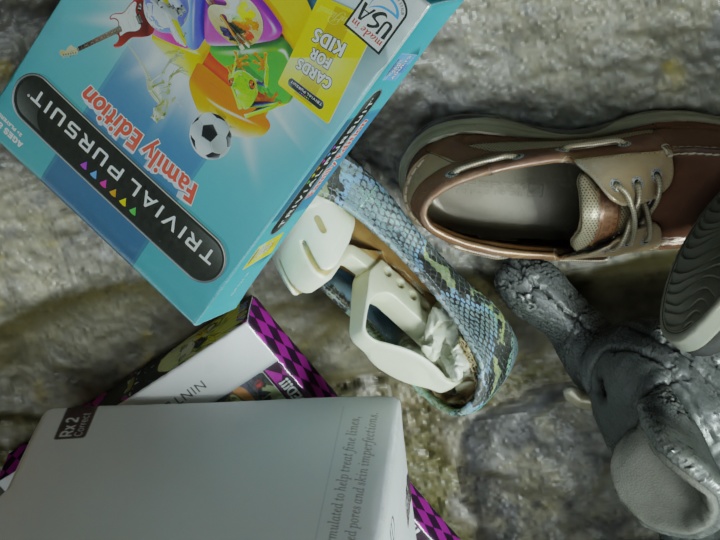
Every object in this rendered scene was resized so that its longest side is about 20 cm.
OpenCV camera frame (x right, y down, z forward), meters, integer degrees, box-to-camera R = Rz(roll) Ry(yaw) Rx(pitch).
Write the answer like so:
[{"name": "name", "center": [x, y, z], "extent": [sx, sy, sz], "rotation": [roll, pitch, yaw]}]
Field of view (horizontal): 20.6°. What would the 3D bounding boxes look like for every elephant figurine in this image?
[{"name": "elephant figurine", "center": [0.169, 0.082, 0.985], "extent": [0.155, 0.142, 0.200], "rotation": [-20, 117, 20]}]

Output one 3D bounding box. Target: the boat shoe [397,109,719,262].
[{"name": "boat shoe", "center": [0.118, -0.033, 0.971], "extent": [0.199, 0.072, 0.076], "rotation": [-2, 116, 3]}]

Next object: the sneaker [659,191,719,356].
[{"name": "sneaker", "center": [0.234, -0.018, 0.931], "extent": [0.106, 0.075, 0.200], "rotation": [43, 81, -19]}]

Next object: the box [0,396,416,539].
[{"name": "box", "center": [-0.078, 0.170, 0.977], "extent": [0.199, 0.199, 0.131], "rotation": [-3, 118, 9]}]

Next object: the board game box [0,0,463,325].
[{"name": "board game box", "center": [-0.070, -0.098, 0.942], "extent": [0.151, 0.047, 0.200], "rotation": [42, 114, 11]}]

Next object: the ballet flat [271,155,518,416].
[{"name": "ballet flat", "center": [0.000, 0.000, 0.997], "extent": [0.200, 0.074, 0.074], "rotation": [40, 113, -13]}]

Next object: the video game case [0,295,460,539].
[{"name": "video game case", "center": [-0.069, 0.136, 1.093], "extent": [0.181, 0.036, 0.200], "rotation": [-32, 110, 20]}]
